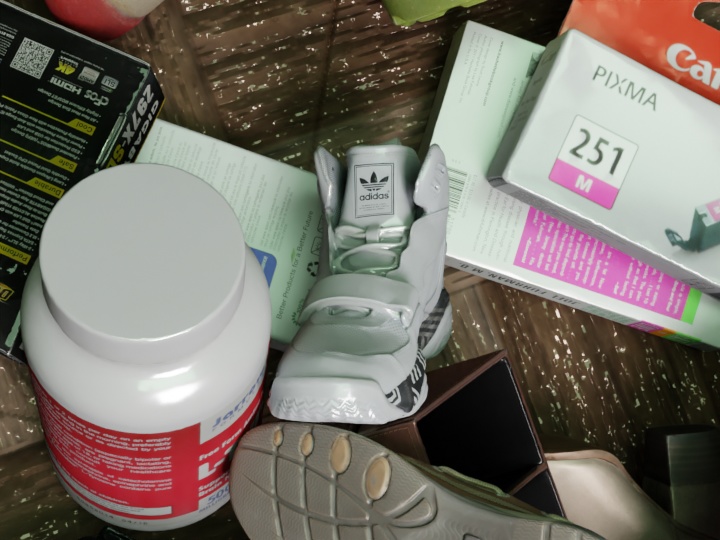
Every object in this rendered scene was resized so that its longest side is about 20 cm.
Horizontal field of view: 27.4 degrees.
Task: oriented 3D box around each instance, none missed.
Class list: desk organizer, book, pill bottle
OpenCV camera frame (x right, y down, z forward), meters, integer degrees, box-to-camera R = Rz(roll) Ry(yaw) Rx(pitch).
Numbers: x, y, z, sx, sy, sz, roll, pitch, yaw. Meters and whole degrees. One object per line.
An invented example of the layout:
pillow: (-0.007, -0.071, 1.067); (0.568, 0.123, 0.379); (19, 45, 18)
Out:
desk organizer: (0.067, 0.148, 0.748); (0.077, 0.072, 0.201); (-18, 103, 14)
book: (0.131, -0.046, 0.850); (0.199, 0.048, 0.134); (19, 80, -9)
pill bottle: (-0.098, 0.038, 0.688); (0.112, 0.200, 0.113); (3, 62, -5)

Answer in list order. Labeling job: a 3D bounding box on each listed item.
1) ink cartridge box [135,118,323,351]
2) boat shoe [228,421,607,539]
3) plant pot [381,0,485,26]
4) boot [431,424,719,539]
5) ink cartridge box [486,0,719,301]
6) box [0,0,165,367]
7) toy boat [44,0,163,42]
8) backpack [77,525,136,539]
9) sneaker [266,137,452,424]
ink cartridge box: (-0.104, -0.028, 0.793); (0.199, 0.037, 0.095); (19, 77, -12)
boat shoe: (0.033, 0.124, 0.669); (0.199, 0.072, 0.076); (22, 90, 20)
plant pot: (0.045, -0.240, 0.800); (0.199, 0.200, 0.191); (-22, 100, -16)
boot: (0.126, 0.163, 0.808); (0.199, 0.070, 0.147); (-3, 93, -3)
ink cartridge box: (0.195, -0.084, 0.821); (0.199, 0.044, 0.174); (26, 86, -8)
box: (-0.221, -0.065, 0.738); (0.199, 0.049, 0.160); (23, 80, 6)
toy boat: (-0.186, -0.203, 0.771); (0.130, 0.131, 0.200); (-34, 90, 14)
backpack: (-0.081, 0.219, 0.676); (0.175, 0.200, 0.154); (11, 94, -14)
sneaker: (0.000, 0.000, 0.720); (0.075, 0.200, 0.115); (0, 102, 14)
